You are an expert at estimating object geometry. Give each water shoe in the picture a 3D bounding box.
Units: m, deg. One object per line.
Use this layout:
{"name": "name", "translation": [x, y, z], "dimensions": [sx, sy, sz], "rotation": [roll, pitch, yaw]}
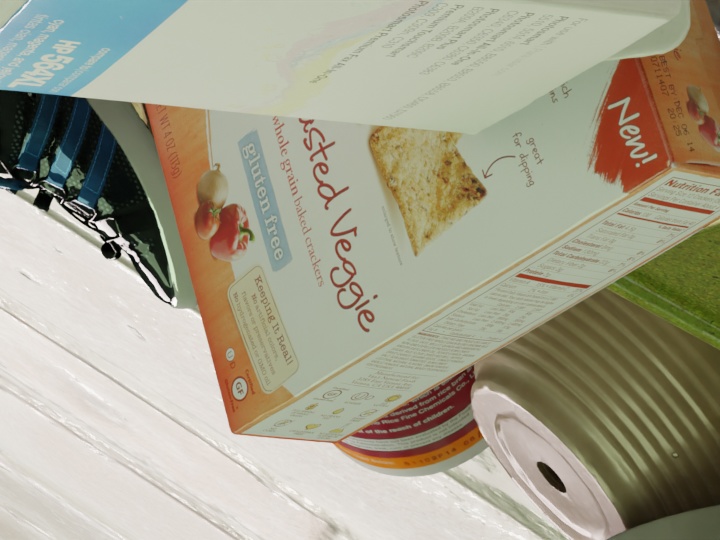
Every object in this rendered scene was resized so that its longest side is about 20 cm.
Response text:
{"name": "water shoe", "translation": [-0.139, -0.059, 1.165], "dimensions": [0.201, 0.079, 0.071], "rotation": [60, 168, -13]}

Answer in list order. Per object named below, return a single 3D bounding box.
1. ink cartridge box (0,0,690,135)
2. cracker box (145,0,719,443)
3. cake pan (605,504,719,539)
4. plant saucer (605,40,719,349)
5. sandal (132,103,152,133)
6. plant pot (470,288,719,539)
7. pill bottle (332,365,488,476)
{"name": "ink cartridge box", "translation": [-0.007, -0.119, 0.765], "dimensions": [0.199, 0.130, 0.125], "rotation": [5, 165, -26]}
{"name": "cracker box", "translation": [0.024, -0.044, 0.887], "dimensions": [0.200, 0.135, 0.057], "rotation": [-32, 153, 34]}
{"name": "cake pan", "translation": [0.174, 0.133, 1.095], "dimensions": [0.199, 0.037, 0.200], "rotation": [-3, 158, -1]}
{"name": "plant saucer", "translation": [0.168, -0.004, 0.915], "dimensions": [0.199, 0.048, 0.199], "rotation": [28, 159, -22]}
{"name": "sandal", "translation": [-0.082, -0.097, 1.233], "dimensions": [0.212, 0.077, 0.070], "rotation": [61, 180, -42]}
{"name": "plant pot", "translation": [0.111, 0.057, 1.132], "dimensions": [0.201, 0.093, 0.201], "rotation": [46, 164, 17]}
{"name": "pill bottle", "translation": [0.000, 0.000, 1.220], "dimensions": [0.113, 0.113, 0.200], "rotation": [22, 159, 33]}
